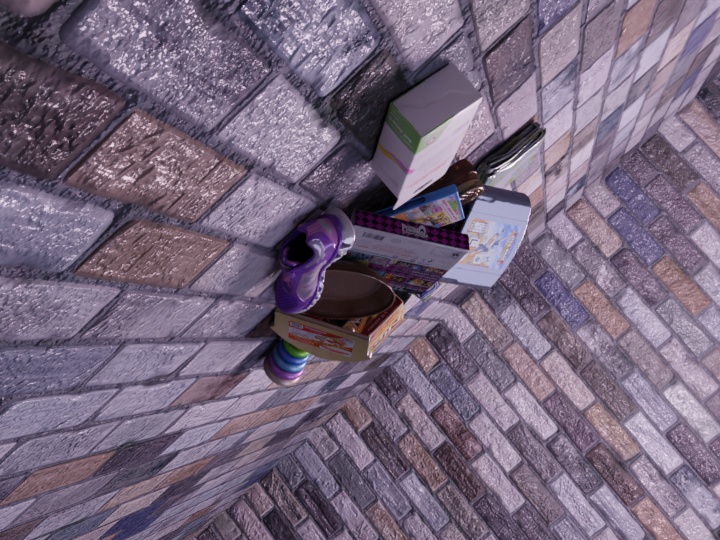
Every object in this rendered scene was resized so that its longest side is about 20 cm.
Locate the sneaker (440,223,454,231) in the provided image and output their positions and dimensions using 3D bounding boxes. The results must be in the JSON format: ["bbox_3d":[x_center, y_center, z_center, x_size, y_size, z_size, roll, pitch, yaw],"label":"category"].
[{"bbox_3d":[0.128,-0.062,1.476,0.087,0.075,0.200,-27,-158,2],"label":"sneaker"}]

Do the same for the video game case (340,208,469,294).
[{"bbox_3d":[0.049,-0.025,1.317,0.198,0.036,0.181,11,152,-18],"label":"video game case"}]

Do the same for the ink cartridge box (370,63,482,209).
[{"bbox_3d":[0.083,-0.179,1.123,0.117,0.067,0.200,-36,166,-22],"label":"ink cartridge box"}]

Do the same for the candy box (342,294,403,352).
[{"bbox_3d":[0.029,0.103,1.607,0.115,0.055,0.200,-44,168,-7],"label":"candy box"}]

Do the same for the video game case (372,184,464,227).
[{"bbox_3d":[0.071,-0.081,1.349,0.198,0.018,0.143,-19,163,7],"label":"video game case"}]

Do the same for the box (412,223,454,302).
[{"bbox_3d":[0.158,-0.041,1.531,0.200,0.064,0.070,-49,-153,19],"label":"box"}]

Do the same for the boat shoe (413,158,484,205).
[{"bbox_3d":[0.115,-0.126,1.405,0.199,0.068,0.072,-26,164,21],"label":"boat shoe"}]

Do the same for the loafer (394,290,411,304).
[{"bbox_3d":[0.082,0.012,1.728,0.201,0.072,0.073,-57,-156,29],"label":"loafer"}]

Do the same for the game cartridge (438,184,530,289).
[{"bbox_3d":[0.225,-0.056,1.472,0.132,0.042,0.201,10,121,-19],"label":"game cartridge"}]

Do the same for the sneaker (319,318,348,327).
[{"bbox_3d":[-0.005,0.035,1.581,0.200,0.075,0.078,-45,170,-5],"label":"sneaker"}]

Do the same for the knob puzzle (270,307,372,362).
[{"bbox_3d":[-0.071,0.122,1.508,0.220,0.217,0.031,109,-1,-68],"label":"knob puzzle"}]

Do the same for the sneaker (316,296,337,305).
[{"bbox_3d":[0.000,0.000,1.484,0.198,0.077,0.114,-34,171,3],"label":"sneaker"}]

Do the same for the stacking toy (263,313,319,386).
[{"bbox_3d":[-0.122,0.145,1.641,0.085,0.085,0.201,-25,156,-50],"label":"stacking toy"}]

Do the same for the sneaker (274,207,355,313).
[{"bbox_3d":[-0.090,-0.009,1.201,0.088,0.081,0.201,-17,150,-45],"label":"sneaker"}]

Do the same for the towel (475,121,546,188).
[{"bbox_3d":[0.306,-0.216,1.722,0.171,0.048,0.200,-37,168,-14],"label":"towel"}]

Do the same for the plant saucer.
[{"bbox_3d":[-0.041,0.028,1.352,0.198,0.037,0.201,1,154,1],"label":"plant saucer"}]
